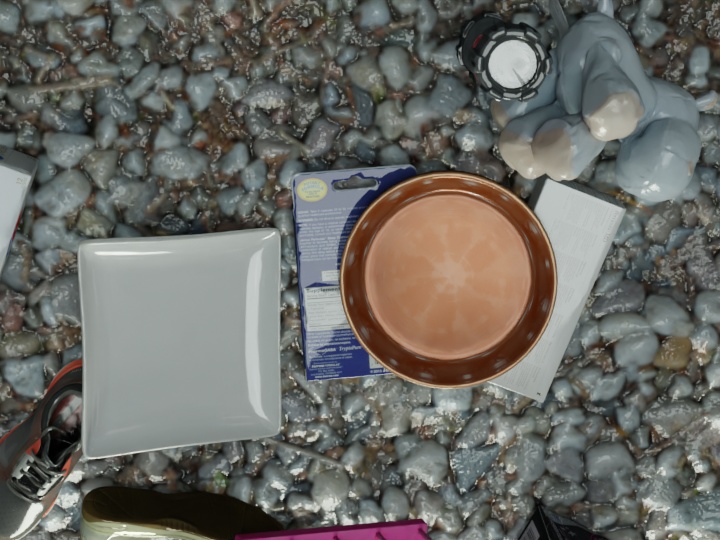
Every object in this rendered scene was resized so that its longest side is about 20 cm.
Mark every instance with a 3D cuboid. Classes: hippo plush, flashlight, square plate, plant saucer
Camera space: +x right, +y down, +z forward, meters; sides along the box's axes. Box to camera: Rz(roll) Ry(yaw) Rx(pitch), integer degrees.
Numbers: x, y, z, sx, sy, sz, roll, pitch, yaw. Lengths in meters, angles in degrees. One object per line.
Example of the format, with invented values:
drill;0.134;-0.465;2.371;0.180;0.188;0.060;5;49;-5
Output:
hippo plush;0.222;-0.138;1.638;0.159;0.201;0.160;-29;134;36
flashlight;0.118;-0.191;1.569;0.067;0.200;0.068;-32;105;6
square plate;-0.167;0.064;1.677;0.197;0.028;0.202;-5;101;-26
plant saucer;0.080;0.007;1.665;0.199;0.032;0.202;1;103;3

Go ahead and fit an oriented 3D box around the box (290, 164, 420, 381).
box;0.000;0.000;1.700;0.120;0.032;0.202;-4;107;-3

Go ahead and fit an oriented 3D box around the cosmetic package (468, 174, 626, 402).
cosmetic package;0.171;0.015;1.705;0.082;0.051;0.201;21;103;-4

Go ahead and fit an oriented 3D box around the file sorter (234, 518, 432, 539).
file sorter;-0.010;0.330;1.709;0.199;0.125;0.140;-1;107;-26

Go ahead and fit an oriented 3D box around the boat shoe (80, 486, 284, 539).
boat shoe;-0.172;0.256;1.746;0.198;0.074;0.067;11;120;-8

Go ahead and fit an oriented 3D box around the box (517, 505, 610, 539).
box;0.182;0.355;1.757;0.114;0.132;0.201;27;102;-14

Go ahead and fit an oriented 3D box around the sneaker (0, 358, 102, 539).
sneaker;-0.301;0.174;1.703;0.077;0.082;0.201;28;102;-10

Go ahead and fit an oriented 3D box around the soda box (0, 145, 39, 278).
soda box;-0.355;-0.013;1.656;0.063;0.068;0.201;19;104;-9
